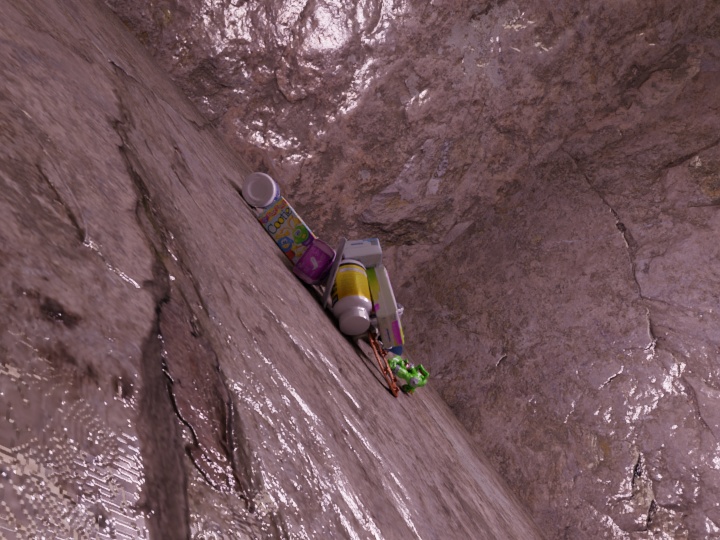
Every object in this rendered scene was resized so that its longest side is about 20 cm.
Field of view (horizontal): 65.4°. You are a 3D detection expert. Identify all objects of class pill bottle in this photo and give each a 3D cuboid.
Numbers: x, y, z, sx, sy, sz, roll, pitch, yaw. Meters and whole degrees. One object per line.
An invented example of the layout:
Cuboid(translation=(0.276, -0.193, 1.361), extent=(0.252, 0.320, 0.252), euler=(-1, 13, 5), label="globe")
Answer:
Cuboid(translation=(-0.028, 0.076, 1.583), extent=(0.113, 0.111, 0.202), euler=(49, 23, -43), label="pill bottle")
Cuboid(translation=(-0.330, -0.265, 1.892), extent=(0.111, 0.111, 0.200), euler=(50, 1, -4), label="pill bottle")

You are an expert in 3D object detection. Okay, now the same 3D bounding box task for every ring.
Cuboid(translation=(0.068, 0.256, 1.564), extent=(0.200, 0.019, 0.202), euler=(-90, 154, -82), label="ring")

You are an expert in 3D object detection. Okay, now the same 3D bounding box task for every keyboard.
Cuboid(translation=(-0.073, 0.006, 1.564), extent=(0.011, 0.202, 0.056), euler=(15, 10, -18), label="keyboard")

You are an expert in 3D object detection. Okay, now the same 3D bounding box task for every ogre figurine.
Cuboid(translation=(0.157, 0.340, 1.857), extent=(0.120, 0.098, 0.201), euler=(37, -16, 24), label="ogre figurine")

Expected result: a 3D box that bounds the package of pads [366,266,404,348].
Cuboid(translation=(0.073, 0.109, 1.638), extent=(0.201, 0.067, 0.156), euler=(-103, 179, -46), label="package of pads")

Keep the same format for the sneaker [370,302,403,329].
Cuboid(translation=(0.053, 0.168, 1.838), extent=(0.075, 0.198, 0.083), euler=(-137, -137, -55), label="sneaker")

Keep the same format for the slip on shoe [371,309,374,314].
Cuboid(translation=(0.012, 0.105, 1.805), extent=(0.074, 0.197, 0.062), euler=(-68, 155, -58), label="slip on shoe")

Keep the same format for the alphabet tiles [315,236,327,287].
Cuboid(translation=(-0.128, -0.025, 1.862), extent=(0.166, 0.008, 0.202), euler=(8, -53, 58), label="alphabet tiles")

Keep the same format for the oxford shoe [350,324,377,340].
Cuboid(translation=(0.007, 0.174, 1.677), extent=(0.200, 0.074, 0.058), euler=(27, 42, -78), label="oxford shoe")

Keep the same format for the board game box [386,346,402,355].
Cuboid(translation=(0.094, 0.226, 2.079), extent=(0.199, 0.039, 0.160), euler=(17, -46, 47), label="board game box")

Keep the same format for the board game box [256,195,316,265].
Cuboid(translation=(-0.213, -0.114, 1.747), extent=(0.201, 0.103, 0.105), euler=(50, 1, 11), label="board game box")

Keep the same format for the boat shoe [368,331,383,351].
Cuboid(translation=(0.077, 0.242, 1.967), extent=(0.203, 0.074, 0.087), euler=(94, -25, -59), label="boat shoe")

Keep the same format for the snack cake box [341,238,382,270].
Cuboid(translation=(0.000, 0.000, 1.711), extent=(0.201, 0.113, 0.068), euler=(94, -15, -47), label="snack cake box")

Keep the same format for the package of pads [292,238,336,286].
Cuboid(translation=(-0.123, -0.020, 1.635), extent=(0.075, 0.121, 0.200), euler=(37, -1, 6), label="package of pads")

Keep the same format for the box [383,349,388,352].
Cuboid(translation=(0.054, 0.249, 2.280), extent=(0.201, 0.038, 0.137), euler=(50, 1, 5), label="box")
